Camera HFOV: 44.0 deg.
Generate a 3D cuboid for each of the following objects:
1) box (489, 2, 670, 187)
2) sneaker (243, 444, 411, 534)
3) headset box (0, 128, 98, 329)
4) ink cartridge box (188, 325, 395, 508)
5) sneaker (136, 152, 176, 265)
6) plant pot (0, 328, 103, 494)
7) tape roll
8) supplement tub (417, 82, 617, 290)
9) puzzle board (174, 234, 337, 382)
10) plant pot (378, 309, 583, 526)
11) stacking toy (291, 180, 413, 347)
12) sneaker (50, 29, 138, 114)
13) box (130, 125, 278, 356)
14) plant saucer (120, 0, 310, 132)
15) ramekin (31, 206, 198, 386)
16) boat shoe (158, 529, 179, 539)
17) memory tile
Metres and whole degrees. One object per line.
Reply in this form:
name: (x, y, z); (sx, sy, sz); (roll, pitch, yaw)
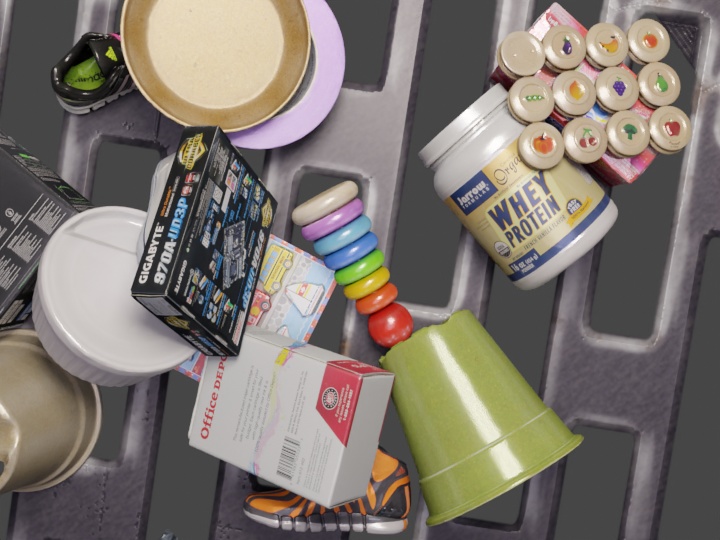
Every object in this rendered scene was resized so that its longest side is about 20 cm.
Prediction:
box: (0.254, -0.195, 1.017); (0.200, 0.100, 0.096); (42, 92, -2)
sneaker: (-0.038, 0.248, 1.062); (0.199, 0.078, 0.113); (4, 89, -10)
headset box: (-0.437, -0.061, 1.038); (0.200, 0.093, 0.174); (38, 93, 1)
ink cartridge box: (-0.079, 0.154, 0.993); (0.199, 0.083, 0.147); (16, 95, 30)
sneaker: (-0.204, -0.059, 0.996); (0.073, 0.071, 0.201); (15, 52, -32)
plant pot: (-0.417, 0.176, 1.005); (0.199, 0.183, 0.202); (0, 93, 2)
tape roll: (-0.121, -0.239, 1.015); (0.199, 0.066, 0.201); (-2, 98, -15)
supplement tub: (0.173, -0.094, 1.001); (0.144, 0.144, 0.200); (-41, 91, 3)
puzzle board: (-0.132, 0.056, 1.077); (0.150, 0.017, 0.201); (27, 93, 0)
plant pot: (0.116, 0.154, 1.008); (0.199, 0.200, 0.191); (-30, 79, 2)
stacking toy: (0.000, 0.000, 1.049); (0.085, 0.085, 0.201); (-28, 99, 2)
sneaker: (-0.273, -0.247, 1.030); (0.199, 0.087, 0.074); (-27, 92, 2)
box: (-0.159, -0.029, 0.953); (0.046, 0.159, 0.201); (1, 64, 22)
plant saucer: (-0.154, -0.248, 0.953); (0.199, 0.035, 0.201); (-2, 98, -14)
ramekin: (-0.271, 0.036, 0.999); (0.203, 0.202, 0.094); (50, 135, -1)
boat shoe: (-0.263, 0.411, 1.074); (0.091, 0.071, 0.200); (40, 86, 0)
memory tile: (0.250, -0.190, 0.946); (0.199, 0.017, 0.154); (-9, 82, -11)
